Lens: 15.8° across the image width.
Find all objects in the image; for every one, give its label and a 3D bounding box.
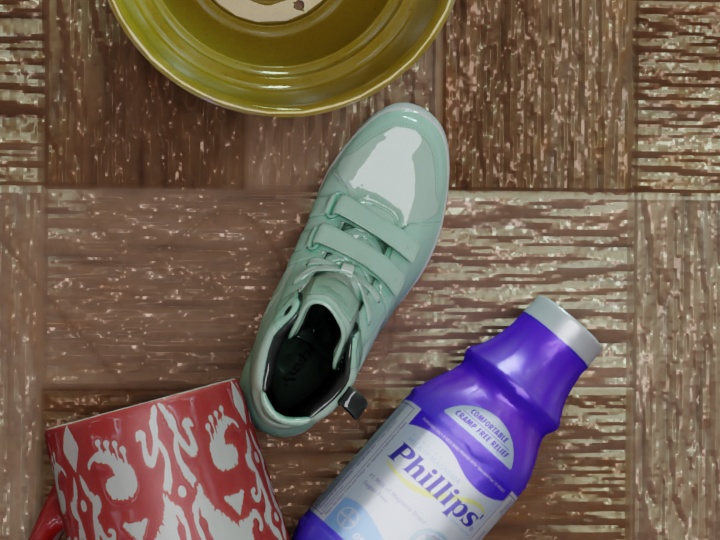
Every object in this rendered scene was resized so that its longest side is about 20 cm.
[{"bbox_3d":[-0.112,0.172,1.377,0.177,0.133,0.200,-14,89,-9],"label":"mug"},{"bbox_3d":[0.000,0.001,1.395,0.074,0.118,0.201,26,86,-5],"label":"sneaker"},{"bbox_3d":[-0.047,-0.181,1.405,0.200,0.083,0.201,0,90,-8],"label":"planter bowl"},{"bbox_3d":[0.052,0.103,1.428,0.084,0.065,0.200,43,85,-5],"label":"bottle"}]
